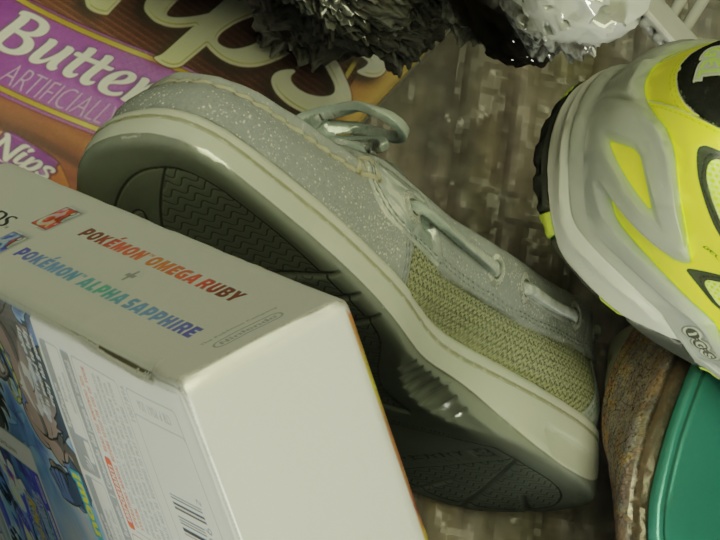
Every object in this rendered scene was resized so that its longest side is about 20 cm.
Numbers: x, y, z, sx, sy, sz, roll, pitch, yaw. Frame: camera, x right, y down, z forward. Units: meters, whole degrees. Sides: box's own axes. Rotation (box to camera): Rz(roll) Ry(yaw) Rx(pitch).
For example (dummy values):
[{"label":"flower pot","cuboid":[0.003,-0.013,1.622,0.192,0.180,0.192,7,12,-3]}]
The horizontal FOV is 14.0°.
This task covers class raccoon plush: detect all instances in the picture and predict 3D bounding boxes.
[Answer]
[{"label":"raccoon plush","cuboid":[-0.026,-0.109,0.693,0.133,0.200,0.097,14,86,-24]}]

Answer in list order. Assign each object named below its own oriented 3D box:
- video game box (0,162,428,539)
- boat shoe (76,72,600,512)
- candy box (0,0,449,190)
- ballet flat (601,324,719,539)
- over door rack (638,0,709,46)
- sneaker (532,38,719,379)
[{"label":"video game box","cuboid":[-0.030,0.085,0.665,0.047,0.182,0.201,-28,113,-23]},{"label":"boat shoe","cuboid":[0.002,0.000,0.749,0.202,0.074,0.065,37,56,-44]},{"label":"candy box","cuboid":[-0.067,-0.052,0.791,0.117,0.056,0.200,42,69,-1]},{"label":"ballet flat","cuboid":[0.107,0.013,0.815,0.068,0.067,0.200,45,60,-25]},{"label":"over door rack","cuboid":[0.066,-0.165,0.822,0.200,0.067,0.148,39,48,-5]},{"label":"sneaker","cuboid":[0.135,0.018,0.741,0.200,0.076,0.076,36,62,-14]}]
